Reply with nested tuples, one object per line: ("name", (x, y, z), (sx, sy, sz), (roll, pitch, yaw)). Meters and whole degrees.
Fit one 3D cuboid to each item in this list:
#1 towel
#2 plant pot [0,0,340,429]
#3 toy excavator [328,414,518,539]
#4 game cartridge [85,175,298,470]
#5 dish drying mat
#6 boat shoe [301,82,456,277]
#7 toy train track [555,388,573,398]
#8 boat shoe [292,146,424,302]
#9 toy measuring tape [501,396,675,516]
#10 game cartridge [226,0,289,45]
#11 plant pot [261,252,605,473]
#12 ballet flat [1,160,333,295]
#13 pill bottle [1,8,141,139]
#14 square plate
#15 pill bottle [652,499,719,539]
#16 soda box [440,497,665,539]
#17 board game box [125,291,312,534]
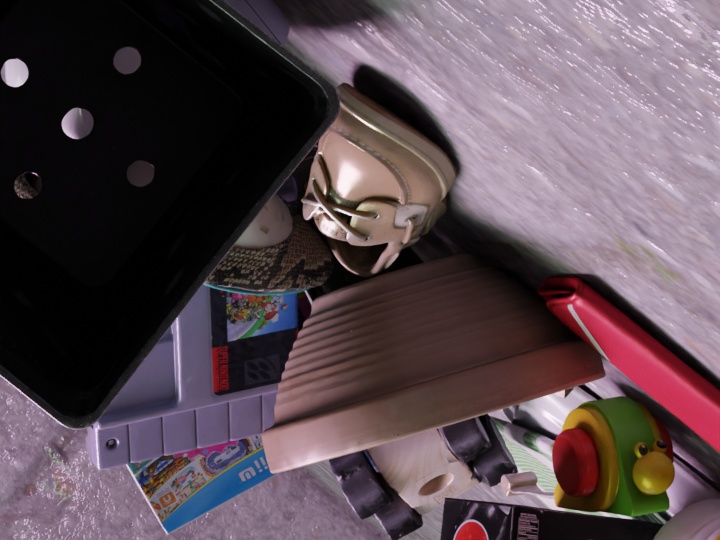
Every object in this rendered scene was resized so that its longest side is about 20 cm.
("towel", (0.156, 0.158, 1.768), (0.153, 0.023, 0.200), (42, 171, -22))
("plant pot", (-0.145, -0.071, 1.262), (0.199, 0.200, 0.177), (38, -176, -4))
("toy excavator", (0.022, 0.078, 1.767), (0.200, 0.100, 0.194), (63, -173, 25))
("game cartridge", (-0.098, 0.016, 1.492), (0.038, 0.129, 0.200), (-122, 27, -55))
("dish drying mat", (0.182, 0.072, 1.410), (0.200, 0.018, 0.077), (40, 170, -10))
("boat shoe", (0.005, -0.042, 1.382), (0.072, 0.065, 0.200), (36, 171, 10))
("toy train track", (0.053, 0.024, 1.627), (0.200, 0.033, 0.115), (26, 138, 28))
("boat shoe", (0.000, 0.000, 1.583), (0.074, 0.076, 0.200), (46, 165, 56))
("toy measuring tape", (0.138, 0.111, 1.602), (0.074, 0.074, 0.200), (40, 165, -17))
("game cartridge", (-0.133, -0.184, 1.307), (0.200, 0.040, 0.133), (31, 173, 36))
("plant pot", (0.033, 0.047, 1.491), (0.201, 0.201, 0.093), (136, 119, -81))
("ballet flat", (-0.099, -0.028, 1.400), (0.200, 0.075, 0.068), (4, -138, -22))
("pill bottle", (-0.171, -0.136, 1.452), (0.200, 0.114, 0.114), (30, 168, 44))
("square plate", (0.173, 0.132, 1.736), (0.200, 0.028, 0.198), (37, 171, 6))
("pill bottle", (0.253, 0.204, 1.489), (0.114, 0.114, 0.200), (43, 171, -30))
("soda box", (0.142, 0.181, 1.583), (0.200, 0.063, 0.071), (12, 173, -37))
("board game box", (-0.100, 0.042, 1.566), (0.064, 0.147, 0.200), (55, 172, 52))
